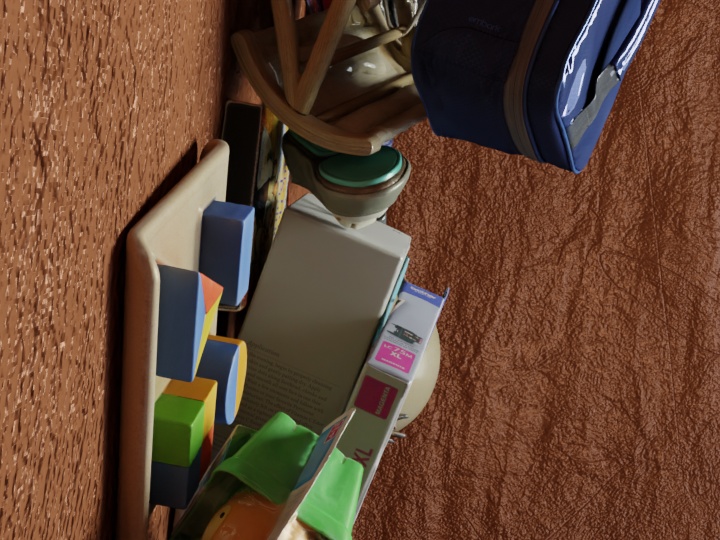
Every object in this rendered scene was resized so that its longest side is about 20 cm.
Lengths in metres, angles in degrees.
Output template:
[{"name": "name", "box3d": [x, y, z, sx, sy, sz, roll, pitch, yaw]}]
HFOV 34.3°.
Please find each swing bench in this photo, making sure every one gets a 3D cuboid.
[{"name": "swing bench", "box3d": [0.010, -0.210, 0.835, 0.198, 0.128, 0.203, -35, 138, -56]}]

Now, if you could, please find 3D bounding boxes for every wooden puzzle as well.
[{"name": "wooden puzzle", "box3d": [-0.095, 0.040, 0.673, 0.201, 0.045, 0.188, -78, 175, -68]}]

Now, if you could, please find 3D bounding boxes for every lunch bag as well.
[{"name": "lunch bag", "box3d": [0.137, -0.178, 0.813, 0.202, 0.131, 0.136, -64, 157, -13]}]

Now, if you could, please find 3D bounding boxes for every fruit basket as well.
[{"name": "fruit basket", "box3d": [-0.083, 0.181, 0.638, 0.200, 0.093, 0.186, -51, 177, -40]}]

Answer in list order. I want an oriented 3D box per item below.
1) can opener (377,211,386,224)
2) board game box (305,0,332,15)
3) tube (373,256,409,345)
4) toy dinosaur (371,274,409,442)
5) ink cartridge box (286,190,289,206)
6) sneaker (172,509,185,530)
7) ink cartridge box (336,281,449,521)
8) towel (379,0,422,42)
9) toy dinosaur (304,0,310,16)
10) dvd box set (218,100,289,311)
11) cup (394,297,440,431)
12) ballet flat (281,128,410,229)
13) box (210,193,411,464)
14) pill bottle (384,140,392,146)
[{"name": "can opener", "box3d": [-0.026, -0.121, 1.097, 0.067, 0.052, 0.202, 89, -15, -55]}, {"name": "board game box", "box3d": [-0.020, -0.254, 0.959, 0.201, 0.038, 0.160, 67, 16, -54]}, {"name": "tube", "box3d": [0.000, 0.000, 1.047, 0.200, 0.050, 0.079, -136, -120, -67]}, {"name": "toy dinosaur", "box3d": [0.018, 0.082, 1.049, 0.136, 0.085, 0.203, -167, -80, -89]}, {"name": "ink cartridge box", "box3d": [-0.062, 0.024, 1.096, 0.201, 0.043, 0.176, -97, -163, -61]}, {"name": "sneaker", "box3d": [-0.082, 0.241, 0.860, 0.074, 0.110, 0.203, -78, 175, -54]}, {"name": "ink cartridge box", "box3d": [0.018, 0.087, 0.865, 0.200, 0.041, 0.121, -52, 164, -68]}, {"name": "towel", "box3d": [0.012, -0.275, 1.085, 0.166, 0.084, 0.204, -142, -136, -74]}, {"name": "toy dinosaur", "box3d": [-0.034, -0.167, 1.021, 0.107, 0.059, 0.203, 113, -29, -61]}, {"name": "dvd box set", "box3d": [-0.083, -0.053, 0.910, 0.200, 0.029, 0.149, -56, 154, -85]}, {"name": "cup", "box3d": [-0.024, 0.097, 1.368, 0.143, 0.197, 0.204, 10, 87, -61]}, {"name": "ballet flat", "box3d": [-0.007, -0.065, 0.850, 0.200, 0.066, 0.065, -133, -153, -63]}, {"name": "box", "box3d": [-0.041, 0.056, 0.907, 0.124, 0.096, 0.203, -59, 171, -80]}, {"name": "pill bottle", "box3d": [-0.011, -0.202, 1.298, 0.111, 0.109, 0.203, -78, 175, -66]}]
